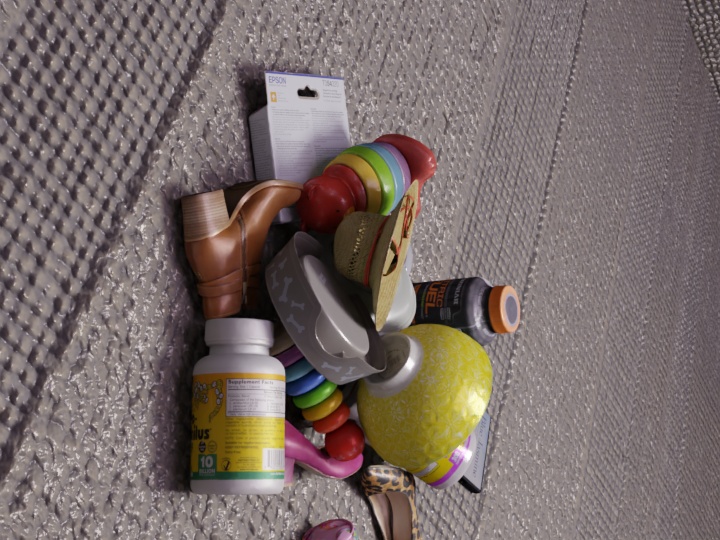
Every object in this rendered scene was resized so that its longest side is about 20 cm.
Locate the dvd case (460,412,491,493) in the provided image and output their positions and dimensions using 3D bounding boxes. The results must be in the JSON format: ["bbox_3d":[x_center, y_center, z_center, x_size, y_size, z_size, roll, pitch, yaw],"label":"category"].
[{"bbox_3d":[0.167,0.274,1.993,0.200,0.017,0.144,46,47,-47],"label":"dvd case"}]

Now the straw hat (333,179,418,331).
[{"bbox_3d":[0.009,-0.029,1.521,0.201,0.084,0.204,15,90,-82],"label":"straw hat"}]

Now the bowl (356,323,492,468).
[{"bbox_3d":[0.063,0.143,1.535,0.108,0.198,0.202,44,48,-36],"label":"bowl"}]

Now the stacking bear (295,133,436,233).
[{"bbox_3d":[-0.007,-0.109,1.605,0.199,0.113,0.122,-29,148,-45],"label":"stacking bear"}]

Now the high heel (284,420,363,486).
[{"bbox_3d":[-0.062,0.228,1.571,0.199,0.067,0.097,1,94,-46],"label":"high heel"}]

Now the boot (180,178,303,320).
[{"bbox_3d":[-0.141,-0.030,1.476,0.199,0.073,0.157,-17,101,-44],"label":"boot"}]

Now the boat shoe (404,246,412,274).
[{"bbox_3d":[0.022,0.011,1.745,0.062,0.071,0.201,58,42,-35],"label":"boat shoe"}]

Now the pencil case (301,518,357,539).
[{"bbox_3d":[-0.018,0.438,1.591,0.087,0.086,0.202,-40,118,-54],"label":"pencil case"}]

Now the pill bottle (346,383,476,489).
[{"bbox_3d":[0.064,0.224,1.697,0.199,0.104,0.105,35,51,-19],"label":"pill bottle"}]

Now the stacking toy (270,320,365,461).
[{"bbox_3d":[-0.058,0.160,1.532,0.202,0.085,0.085,61,36,-12],"label":"stacking toy"}]

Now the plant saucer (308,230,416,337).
[{"bbox_3d":[0.000,0.000,1.624,0.198,0.050,0.202,22,41,-20],"label":"plant saucer"}]

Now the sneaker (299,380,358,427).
[{"bbox_3d":[-0.045,0.112,1.620,0.109,0.070,0.201,50,58,-19],"label":"sneaker"}]

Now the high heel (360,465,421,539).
[{"bbox_3d":[0.046,0.368,1.718,0.200,0.070,0.144,48,39,-57],"label":"high heel"}]

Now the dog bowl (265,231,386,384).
[{"bbox_3d":[-0.046,0.052,1.464,0.201,0.058,0.200,54,12,-17],"label":"dog bowl"}]

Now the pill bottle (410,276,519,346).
[{"bbox_3d":[0.143,0.066,1.812,0.106,0.198,0.108,16,71,-57],"label":"pill bottle"}]

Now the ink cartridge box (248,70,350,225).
[{"bbox_3d":[-0.079,-0.168,1.632,0.196,0.043,0.203,-8,92,-58],"label":"ink cartridge box"}]

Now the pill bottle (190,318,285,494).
[{"bbox_3d":[-0.145,0.162,1.397,0.112,0.112,0.203,14,73,-57],"label":"pill bottle"}]
